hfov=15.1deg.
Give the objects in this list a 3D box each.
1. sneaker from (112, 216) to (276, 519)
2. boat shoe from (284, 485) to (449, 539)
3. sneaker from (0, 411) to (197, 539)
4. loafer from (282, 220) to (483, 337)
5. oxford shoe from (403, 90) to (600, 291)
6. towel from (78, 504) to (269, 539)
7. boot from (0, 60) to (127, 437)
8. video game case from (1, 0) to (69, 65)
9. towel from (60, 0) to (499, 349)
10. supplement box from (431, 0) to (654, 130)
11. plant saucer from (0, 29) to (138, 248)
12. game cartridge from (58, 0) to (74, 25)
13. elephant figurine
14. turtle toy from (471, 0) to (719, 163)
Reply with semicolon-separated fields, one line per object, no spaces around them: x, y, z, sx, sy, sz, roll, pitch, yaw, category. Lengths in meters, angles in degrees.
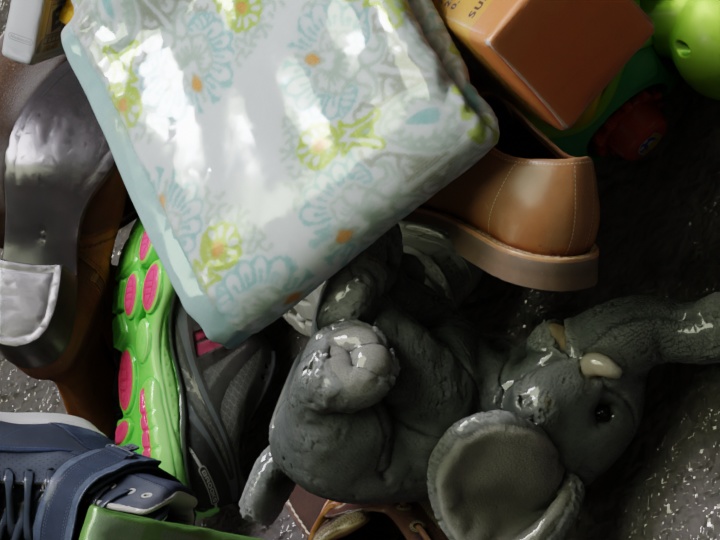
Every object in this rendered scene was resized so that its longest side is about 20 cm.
-0.090;0.039;1.512;0.077;0.083;0.201;0;86;58;sneaker
0.005;0.132;1.352;0.200;0.072;0.073;35;117;50;boat shoe
-0.178;0.123;1.387;0.146;0.201;0.077;30;113;46;sneaker
0.000;0.000;1.463;0.070;0.070;0.200;-31;23;-20;loafer
0.041;-0.056;1.261;0.199;0.071;0.072;25;116;43;oxford shoe
-0.098;0.227;1.354;0.031;0.149;0.201;10;86;48;towel
-0.149;-0.012;1.572;0.068;0.200;0.190;5;74;12;boot
-0.120;-0.212;1.435;0.023;0.200;0.183;19;109;16;video game case
-0.044;-0.091;1.245;0.171;0.048;0.201;-39;65;27;towel
0.054;-0.131;1.277;0.067;0.069;0.200;-49;28;-4;supplement box
-0.153;-0.089;1.594;0.032;0.200;0.201;41;104;32;plant saucer
-0.055;-0.168;1.312;0.176;0.032;0.201;33;102;38;game cartridge
0.066;0.068;1.279;0.155;0.199;0.142;118;173;-65;elephant figurine
0.121;-0.109;1.331;0.199;0.101;0.146;-16;44;44;turtle toy
